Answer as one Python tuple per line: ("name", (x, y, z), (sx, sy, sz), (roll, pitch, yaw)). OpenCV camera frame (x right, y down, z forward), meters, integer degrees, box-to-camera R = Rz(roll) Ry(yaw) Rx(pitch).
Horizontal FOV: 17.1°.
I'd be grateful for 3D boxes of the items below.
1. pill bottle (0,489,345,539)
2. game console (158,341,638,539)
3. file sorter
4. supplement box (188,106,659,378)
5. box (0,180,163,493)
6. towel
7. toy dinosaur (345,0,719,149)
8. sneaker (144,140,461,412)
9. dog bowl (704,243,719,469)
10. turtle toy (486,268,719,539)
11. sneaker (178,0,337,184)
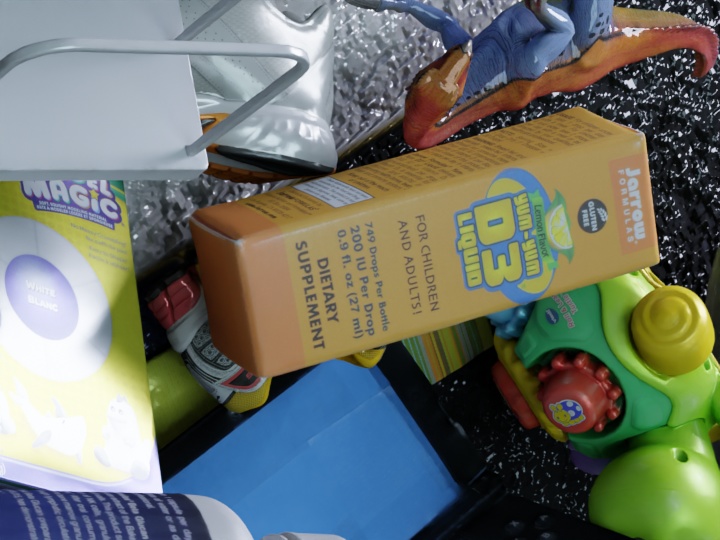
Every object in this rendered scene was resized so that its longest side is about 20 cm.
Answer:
("pill bottle", (-0.100, 0.139, 0.898), (0.199, 0.111, 0.112), (3, 99, -24))
("game console", (0.009, 0.127, 1.073), (0.200, 0.175, 0.117), (-37, 126, -32))
("file sorter", (-0.114, -0.151, 0.937), (0.138, 0.124, 0.202), (-1, 72, -34))
("supplement box", (0.030, -0.014, 1.049), (0.199, 0.069, 0.067), (-17, 107, -21))
("box", (-0.145, 0.012, 0.979), (0.117, 0.048, 0.201), (20, 46, -41))
("towel", (-0.025, 0.043, 1.157), (0.199, 0.018, 0.087), (-30, 112, -25))
("toy dinosaur", (0.088, -0.106, 1.115), (0.200, 0.105, 0.182), (38, 59, -16))
("sneaker", (0.000, 0.000, 1.118), (0.199, 0.078, 0.083), (-28, 92, -17))
("dog bowl", (0.219, 0.064, 1.226), (0.058, 0.200, 0.202), (-1, 103, -4))
("turtle toy", (0.124, 0.054, 1.165), (0.101, 0.201, 0.146), (-33, 153, 1))
("sneaker", (-0.095, -0.102, 1.051), (0.199, 0.075, 0.093), (15, 75, -36))
